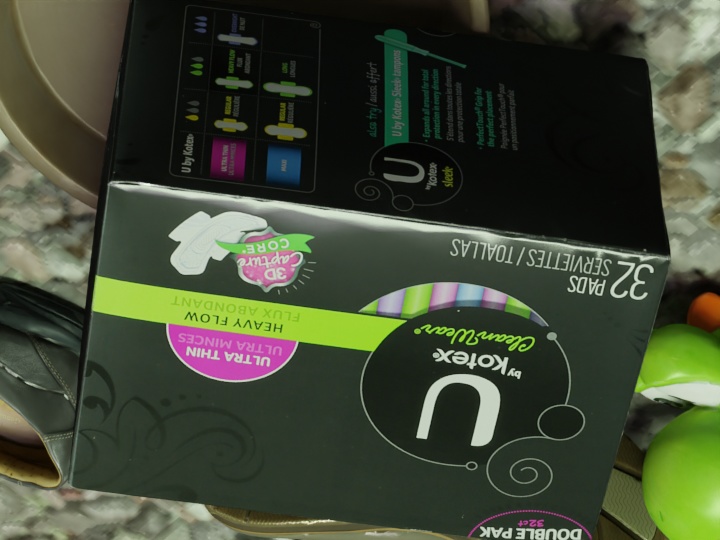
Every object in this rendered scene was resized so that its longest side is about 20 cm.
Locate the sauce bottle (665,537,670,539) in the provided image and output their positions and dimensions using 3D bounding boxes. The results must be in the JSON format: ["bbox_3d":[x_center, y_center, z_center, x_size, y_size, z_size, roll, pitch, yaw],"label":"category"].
[{"bbox_3d":[0.150,0.172,1.279,0.066,0.066,0.201,-15,127,13],"label":"sauce bottle"}]

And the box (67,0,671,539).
[{"bbox_3d":[0.000,0.000,1.075,0.199,0.125,0.149,7,128,-5],"label":"box"}]

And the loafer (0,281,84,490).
[{"bbox_3d":[-0.197,0.031,1.173,0.199,0.073,0.073,16,128,-10],"label":"loafer"}]

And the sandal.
[{"bbox_3d":[0.031,0.094,1.218,0.199,0.081,0.054,3,148,8],"label":"sandal"}]

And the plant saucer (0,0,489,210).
[{"bbox_3d":[-0.051,-0.096,1.096,0.199,0.030,0.201,1,128,1],"label":"plant saucer"}]

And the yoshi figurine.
[{"bbox_3d":[0.196,0.086,1.185,0.199,0.112,0.113,17,134,-8],"label":"yoshi figurine"}]
